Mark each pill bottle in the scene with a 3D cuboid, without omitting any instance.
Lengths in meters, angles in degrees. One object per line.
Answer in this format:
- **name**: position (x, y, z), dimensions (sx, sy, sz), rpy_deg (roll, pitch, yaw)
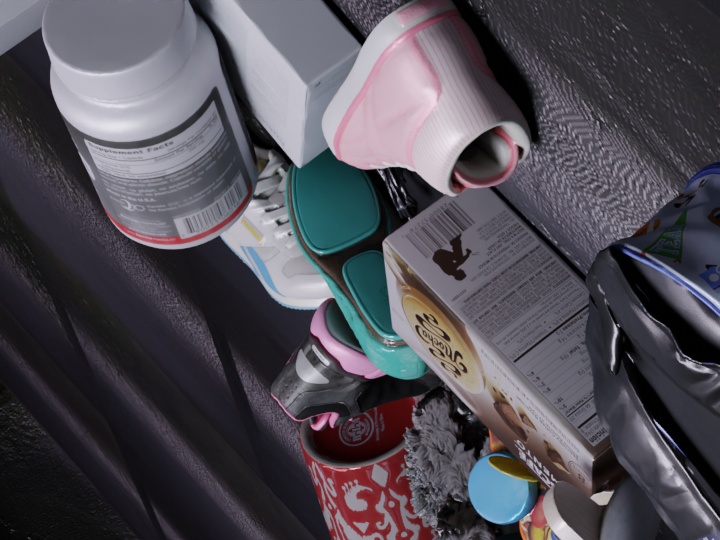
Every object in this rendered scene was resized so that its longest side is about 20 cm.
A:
- **pill bottle**: position (-0.141, -0.112, 1.714), dimensions (0.114, 0.114, 0.200), rpy_deg (44, 165, 30)

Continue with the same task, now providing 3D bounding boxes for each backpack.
- **backpack**: position (0.195, 0.041, 1.158), dimensions (0.190, 0.154, 0.200), rpy_deg (41, 157, 14)

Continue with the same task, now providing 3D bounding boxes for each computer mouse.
- **computer mouse**: position (0.051, -0.016, 1.717), dimensions (0.059, 0.034, 0.200), rpy_deg (-117, 2, -67)

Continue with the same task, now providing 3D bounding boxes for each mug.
- **mug**: position (0.017, 0.181, 2.077), dimensions (0.177, 0.133, 0.200), rpy_deg (35, 153, 46)

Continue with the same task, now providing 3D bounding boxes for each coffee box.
- **coffee box**: position (0.108, 0.053, 1.587), dimensions (0.200, 0.080, 0.113), rpy_deg (46, 162, 25)

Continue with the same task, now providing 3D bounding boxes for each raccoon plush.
- **raccoon plush**: position (0.061, 0.164, 1.820), dimensions (0.096, 0.201, 0.134), rpy_deg (23, 161, 3)

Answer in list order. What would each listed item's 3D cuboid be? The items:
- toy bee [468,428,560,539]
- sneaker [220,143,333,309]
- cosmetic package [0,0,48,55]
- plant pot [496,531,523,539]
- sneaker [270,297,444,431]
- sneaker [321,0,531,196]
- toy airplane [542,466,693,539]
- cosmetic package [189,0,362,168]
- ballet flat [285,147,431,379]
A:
- **toy bee**: position (0.134, 0.144, 1.673), dimensions (0.108, 0.131, 0.201), rpy_deg (-2, 112, 32)
- **sneaker**: position (-0.061, -0.037, 1.912), dimensions (0.200, 0.076, 0.081), rpy_deg (34, 154, 47)
- **cosmetic package**: position (-0.321, -0.279, 2.059), dimensions (0.200, 0.123, 0.199), rpy_deg (53, 166, -4)
- **plant pot**: position (0.135, 0.278, 1.821), dimensions (0.161, 0.200, 0.201), rpy_deg (50, 169, 53)
- **sneaker**: position (-0.001, 0.073, 1.829), dimensions (0.079, 0.095, 0.200), rpy_deg (45, -164, 22)
- **sneaker**: position (0.039, -0.078, 1.504), dimensions (0.105, 0.075, 0.200), rpy_deg (56, 162, 10)
- **toy airplane**: position (0.213, 0.205, 1.497), dimensions (0.200, 0.141, 0.199), rpy_deg (22, -155, -47)
- **cosmetic package**: position (-0.082, -0.178, 1.695), dimensions (0.200, 0.052, 0.151), rpy_deg (50, 164, 11)
- **ballet flat**: position (0.000, 0.000, 1.750), dimensions (0.071, 0.067, 0.200), rpy_deg (80, 166, -49)
